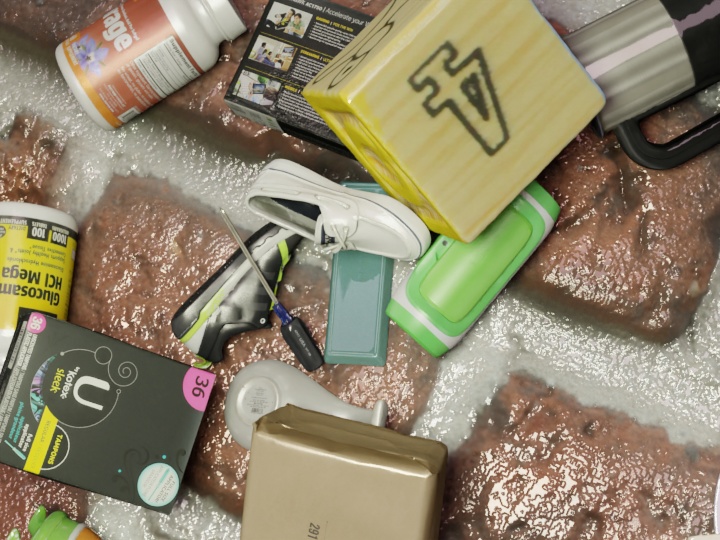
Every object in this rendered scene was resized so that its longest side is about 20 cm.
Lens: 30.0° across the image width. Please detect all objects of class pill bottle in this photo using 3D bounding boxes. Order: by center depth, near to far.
[{"bbox_3d":[-0.375,0.035,1.471,0.111,0.112,0.203,2,78,13],"label":"pill bottle"},{"bbox_3d":[-0.231,-0.254,1.505,0.199,0.112,0.113,-32,73,4],"label":"pill bottle"}]

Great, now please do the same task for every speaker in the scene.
[{"bbox_3d":[0.116,-0.010,1.387,0.088,0.088,0.201,40,88,17],"label":"speaker"}]

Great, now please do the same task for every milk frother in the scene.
[{"bbox_3d":[0.310,-0.208,1.329,0.186,0.200,0.182,-27,77,6],"label":"milk frother"}]

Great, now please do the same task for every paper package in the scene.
[{"bbox_3d":[-0.018,0.254,1.313,0.188,0.103,0.203,12,103,15],"label":"paper package"}]

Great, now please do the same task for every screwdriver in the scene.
[{"bbox_3d":[-0.100,0.022,1.412,0.029,0.028,0.201,-31,102,18],"label":"screwdriver"}]

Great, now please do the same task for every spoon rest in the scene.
[{"bbox_3d":[-0.057,0.149,1.412,0.197,0.061,0.101,6,77,27],"label":"spoon rest"}]

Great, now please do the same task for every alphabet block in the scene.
[{"bbox_3d":[0.088,-0.173,1.334,0.200,0.195,0.197,-44,104,-4],"label":"alphabet block"}]

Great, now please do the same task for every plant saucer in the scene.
[{"bbox_3d":[0.000,0.000,1.446,0.069,0.019,0.203,2,79,13],"label":"plant saucer"}]

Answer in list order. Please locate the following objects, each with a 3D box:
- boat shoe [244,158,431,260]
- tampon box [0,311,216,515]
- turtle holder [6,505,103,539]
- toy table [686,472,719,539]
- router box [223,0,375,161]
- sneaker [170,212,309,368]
[{"bbox_3d":[-0.026,-0.048,1.386,0.198,0.074,0.066,20,47,18],"label":"boat shoe"},{"bbox_3d":[-0.272,0.144,1.373,0.198,0.126,0.152,20,82,-17],"label":"tampon box"},{"bbox_3d":[-0.322,0.348,1.377,0.131,0.141,0.187,29,76,0],"label":"turtle holder"},{"bbox_3d":[0.395,0.245,1.251,0.182,0.117,0.203,-19,75,8],"label":"toy table"},{"bbox_3d":[-0.032,-0.214,1.482,0.198,0.051,0.151,22,81,16],"label":"router box"},{"bbox_3d":[-0.117,0.022,1.454,0.200,0.072,0.083,-44,101,-1],"label":"sneaker"}]
